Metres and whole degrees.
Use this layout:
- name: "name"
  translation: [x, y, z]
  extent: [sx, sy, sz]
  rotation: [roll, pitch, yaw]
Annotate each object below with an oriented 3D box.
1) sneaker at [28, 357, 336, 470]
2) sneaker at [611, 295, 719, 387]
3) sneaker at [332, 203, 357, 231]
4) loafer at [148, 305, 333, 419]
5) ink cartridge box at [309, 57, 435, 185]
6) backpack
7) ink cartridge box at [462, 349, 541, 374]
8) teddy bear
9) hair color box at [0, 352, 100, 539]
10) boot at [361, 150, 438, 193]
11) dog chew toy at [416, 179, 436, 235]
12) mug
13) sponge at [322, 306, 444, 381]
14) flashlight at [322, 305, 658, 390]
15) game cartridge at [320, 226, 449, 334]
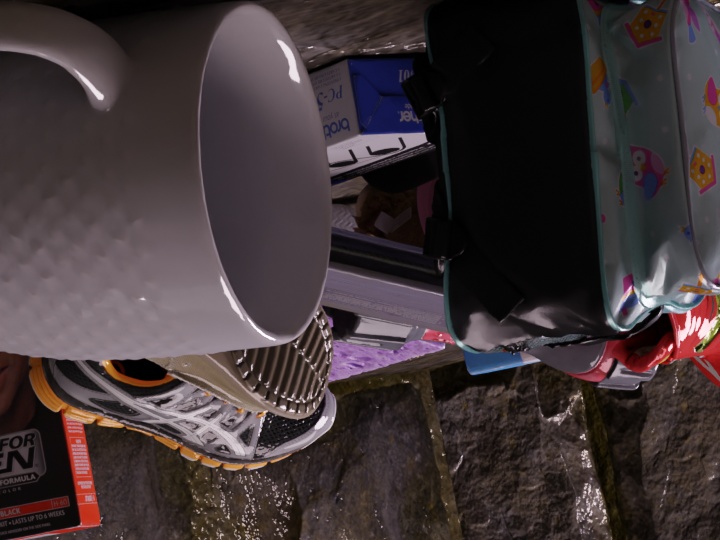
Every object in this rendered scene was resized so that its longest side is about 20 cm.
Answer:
- name: "sneaker"
  translation: [-0.104, 0.071, 1.748]
  extent: [0.200, 0.078, 0.077]
  rotation: [11, 149, -23]
- name: "sneaker"
  translation: [0.180, 0.027, 1.635]
  extent: [0.077, 0.085, 0.200]
  rotation: [12, 157, 39]
- name: "sneaker"
  translation: [0.014, -0.013, 2.062]
  extent: [0.200, 0.076, 0.114]
  rotation: [-6, 180, -4]
- name: "loafer"
  translation: [-0.090, 0.023, 1.531]
  extent: [0.068, 0.076, 0.200]
  rotation: [5, 158, 42]
- name: "ink cartridge box"
  translation: [-0.034, -0.071, 1.522]
  extent: [0.094, 0.044, 0.200]
  rotation: [-4, 171, -42]
- name: "backpack"
  translation: [0.117, -0.054, 1.336]
  extent: [0.153, 0.176, 0.200]
  rotation: [-9, 180, 14]
- name: "ink cartridge box"
  translation: [0.162, -0.020, 1.924]
  extent: [0.200, 0.145, 0.084]
  rotation: [-15, 174, 32]
- name: "teddy bear"
  translation: [0.052, -0.010, 1.824]
  extent: [0.067, 0.145, 0.200]
  rotation: [29, 151, -33]
- name: "hair color box"
  translation: [-0.239, 0.078, 1.811]
  extent: [0.101, 0.200, 0.061]
  rotation: [-12, 174, 6]
- name: "boot"
  translation: [0.086, -0.091, 1.524]
  extent: [0.200, 0.074, 0.075]
  rotation: [-7, -166, 46]
- name: "dog chew toy"
  translation: [0.122, -0.054, 1.684]
  extent: [0.124, 0.125, 0.200]
  rotation: [-15, -178, 37]
- name: "mug"
  translation: [-0.129, -0.047, 1.180]
  extent: [0.175, 0.148, 0.200]
  rotation: [-6, 147, 20]
- name: "sponge"
  translation: [-0.044, 0.043, 1.800]
  extent: [0.112, 0.030, 0.200]
  rotation: [16, 161, -29]
- name: "flashlight"
  translation: [0.083, 0.031, 1.695]
  extent: [0.200, 0.068, 0.068]
  rotation: [7, 133, -20]
- name: "game cartridge"
  translation: [0.000, 0.000, 1.575]
  extent: [0.200, 0.038, 0.130]
  rotation: [13, 174, -5]
